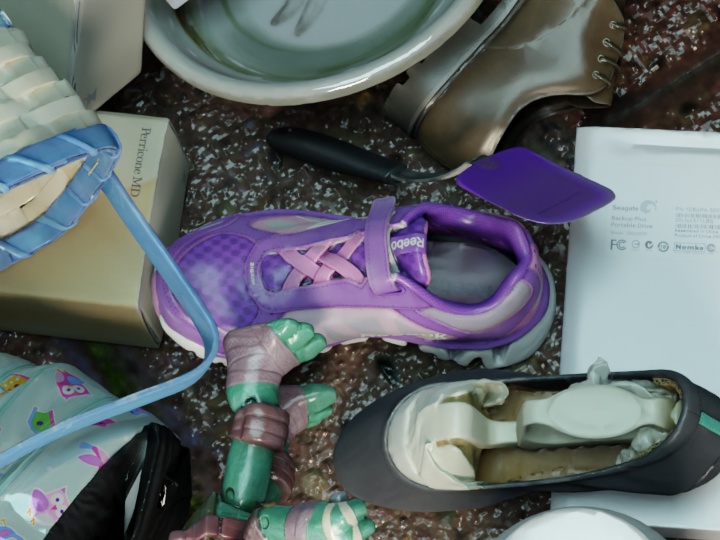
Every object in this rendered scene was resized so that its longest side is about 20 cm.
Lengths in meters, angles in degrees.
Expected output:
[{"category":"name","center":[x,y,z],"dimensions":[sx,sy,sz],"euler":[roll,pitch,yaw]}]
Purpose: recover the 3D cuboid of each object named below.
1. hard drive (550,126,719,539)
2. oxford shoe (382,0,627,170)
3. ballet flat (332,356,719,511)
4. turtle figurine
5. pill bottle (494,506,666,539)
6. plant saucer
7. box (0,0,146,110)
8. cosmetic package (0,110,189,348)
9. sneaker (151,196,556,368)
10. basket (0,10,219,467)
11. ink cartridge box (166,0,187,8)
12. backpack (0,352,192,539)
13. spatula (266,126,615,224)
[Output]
[{"category":"hard drive","center":[0.164,0.030,1.415],"dimensions":[0.131,0.025,0.201],"euler":[3,73,7]},{"category":"oxford shoe","center":[0.110,-0.123,1.449],"dimensions":[0.084,0.073,0.200],"euler":[43,93,14]},{"category":"ballet flat","center":[0.074,0.074,1.366],"dimensions":[0.199,0.073,0.073],"euler":[-3,71,19]},{"category":"turtle figurine","center":[-0.040,0.133,1.335],"dimensions":[0.100,0.150,0.201],"euler":[6,60,-11]},{"category":"pill bottle","center":[0.098,0.168,1.285],"dimensions":[0.112,0.200,0.113],"euler":[-2,72,5]},{"category":"plant saucer","center":[-0.016,-0.154,1.463],"dimensions":[0.199,0.050,0.201],"euler":[-9,55,13]},{"category":"box","center":[-0.205,-0.147,1.434],"dimensions":[0.200,0.082,0.068],"euler":[23,39,19]},{"category":"cosmetic package","center":[-0.192,-0.028,1.445],"dimensions":[0.199,0.071,0.106],"euler":[5,73,7]},{"category":"sneaker","center":[0.000,0.000,1.392],"dimensions":[0.199,0.088,0.081],"euler":[0,74,-6]},{"category":"basket","center":[-0.178,-0.009,1.319],"dimensions":[0.176,0.139,0.200],"euler":[-23,73,-27]},{"category":"ink cartridge box","center":[-0.049,-0.229,1.470],"dimensions":[0.200,0.042,0.119],"euler":[-38,52,-6]},{"category":"backpack","center":[-0.166,0.137,1.349],"dimensions":[0.126,0.167,0.200],"euler":[28,69,13]},{"category":"spatula","center":[0.030,-0.049,1.414],"dimensions":[0.200,0.021,0.056],"euler":[11,26,39]}]
